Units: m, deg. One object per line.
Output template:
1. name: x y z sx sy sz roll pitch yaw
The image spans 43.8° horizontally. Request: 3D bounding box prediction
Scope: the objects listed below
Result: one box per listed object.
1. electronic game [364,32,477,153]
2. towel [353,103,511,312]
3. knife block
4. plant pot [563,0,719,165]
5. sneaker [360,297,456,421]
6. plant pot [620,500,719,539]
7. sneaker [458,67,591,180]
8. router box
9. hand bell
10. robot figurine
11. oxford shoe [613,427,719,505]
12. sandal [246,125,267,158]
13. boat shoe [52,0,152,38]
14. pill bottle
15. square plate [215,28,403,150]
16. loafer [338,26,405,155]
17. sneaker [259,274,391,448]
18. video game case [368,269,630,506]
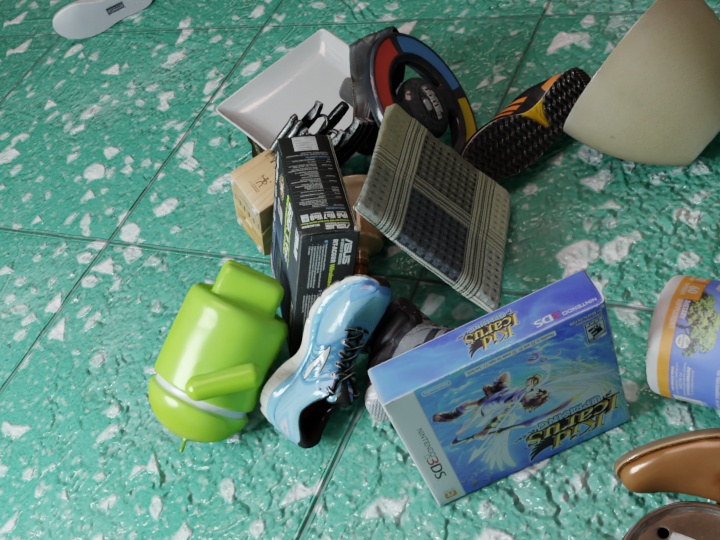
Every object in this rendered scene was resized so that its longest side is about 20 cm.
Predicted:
1. electronic game: 0.078 -0.198 1.090 0.042 0.200 0.200 -25 38 39
2. towel: 0.083 -0.070 0.967 0.035 0.192 0.200 -42 20 38
3. knife block: -0.067 -0.118 1.081 0.175 0.200 0.064 -33 74 -14
4. plant pot: 0.340 -0.194 0.983 0.134 0.200 0.200 40 71 12
5. sneaker: 0.088 0.069 0.917 0.200 0.076 0.114 -24 47 7
6. plant pot: 0.232 0.244 0.601 0.186 0.200 0.187 -13 46 14
7. sneaker: 0.195 -0.172 1.103 0.200 0.070 0.090 -38 10 -11
8. router box: -0.055 -0.022 0.969 0.062 0.200 0.150 -6 48 -13
9. hand bell: 0.000 0.000 1.032 0.104 0.104 0.200 -11 58 16
10. robot figurine: -0.152 0.093 0.952 0.200 0.115 0.175 -65 11 1
11. oxford shoe: 0.309 0.172 0.727 0.199 0.071 0.071 -6 53 19
12. sandal: -0.129 -0.188 1.271 0.054 0.082 0.200 -8 36 -12
13. boat shoe: -0.501 -0.515 1.735 0.200 0.072 0.066 -28 40 -3
14. pill bottle: 0.358 0.074 0.763 0.200 0.112 0.112 11 55 33
15. square plate: -0.059 -0.218 1.191 0.200 0.028 0.198 -41 60 -15
16. loafer: 0.009 -0.221 1.129 0.072 0.073 0.200 -6 50 22
17. sneaker: -0.020 0.096 0.907 0.090 0.078 0.200 47 113 44
18. video game case: 0.129 0.111 0.785 0.200 0.181 0.045 -25 45 2
